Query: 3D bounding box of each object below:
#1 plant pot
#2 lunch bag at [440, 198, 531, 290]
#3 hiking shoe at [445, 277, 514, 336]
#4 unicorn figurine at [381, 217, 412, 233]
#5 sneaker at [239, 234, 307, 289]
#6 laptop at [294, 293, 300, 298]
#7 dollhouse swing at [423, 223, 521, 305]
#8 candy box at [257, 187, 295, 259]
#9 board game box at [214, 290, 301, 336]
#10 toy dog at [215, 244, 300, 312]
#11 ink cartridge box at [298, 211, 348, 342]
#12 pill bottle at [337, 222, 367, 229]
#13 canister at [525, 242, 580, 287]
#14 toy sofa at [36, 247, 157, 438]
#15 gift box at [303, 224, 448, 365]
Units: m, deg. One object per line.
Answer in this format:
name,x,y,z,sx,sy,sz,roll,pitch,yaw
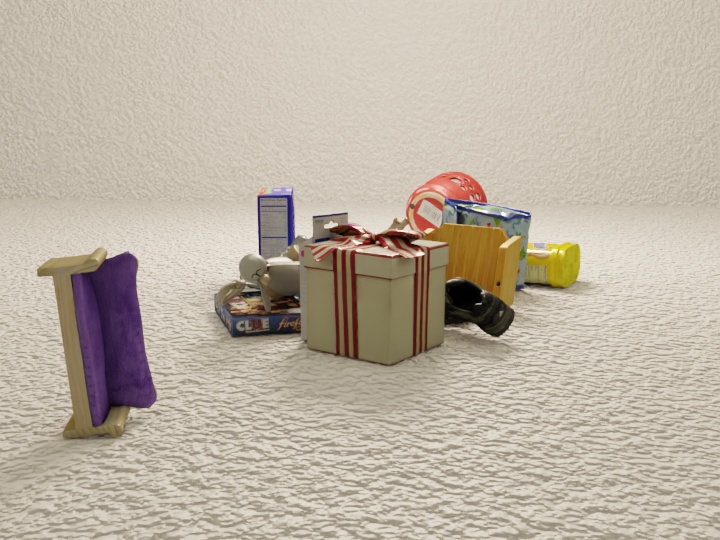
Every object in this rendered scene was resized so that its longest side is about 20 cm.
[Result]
plant pot,0.238,-0.170,2.397,0.200,0.201,0.182,7,20,32
lunch bag,0.243,-0.055,1.763,0.127,0.170,0.200,-7,18,-41
hiking shoe,0.156,0.041,1.376,0.200,0.076,0.101,12,-27,47
unicorn figurine,0.028,-0.038,1.478,0.200,0.137,0.074,23,33,-53
sneaker,-0.123,-0.019,1.523,0.200,0.087,0.075,-12,14,-6
laptop,-0.046,0.004,1.585,0.200,0.116,0.187,-39,16,-3
dollhouse swing,0.161,-0.001,1.546,0.200,0.182,0.176,8,1,34
candy box,-0.176,-0.071,1.773,0.077,0.200,0.169,0,10,-2
board game box,-0.172,0.071,1.451,0.135,0.035,0.200,-3,11,-18
toy dog,-0.130,0.021,1.385,0.096,0.132,0.200,44,30,13
ink cartridge box,-0.056,0.008,1.338,0.037,0.200,0.095,8,11,34
pill bottle,-0.038,-0.043,1.878,0.112,0.113,0.200,2,10,11
canister,0.365,-0.019,1.844,0.200,0.087,0.149,4,11,28
toy sofa,-0.290,0.079,0.936,0.098,0.200,0.083,-6,10,-7
gift box,0.023,0.029,1.267,0.184,0.187,0.200,6,11,30
